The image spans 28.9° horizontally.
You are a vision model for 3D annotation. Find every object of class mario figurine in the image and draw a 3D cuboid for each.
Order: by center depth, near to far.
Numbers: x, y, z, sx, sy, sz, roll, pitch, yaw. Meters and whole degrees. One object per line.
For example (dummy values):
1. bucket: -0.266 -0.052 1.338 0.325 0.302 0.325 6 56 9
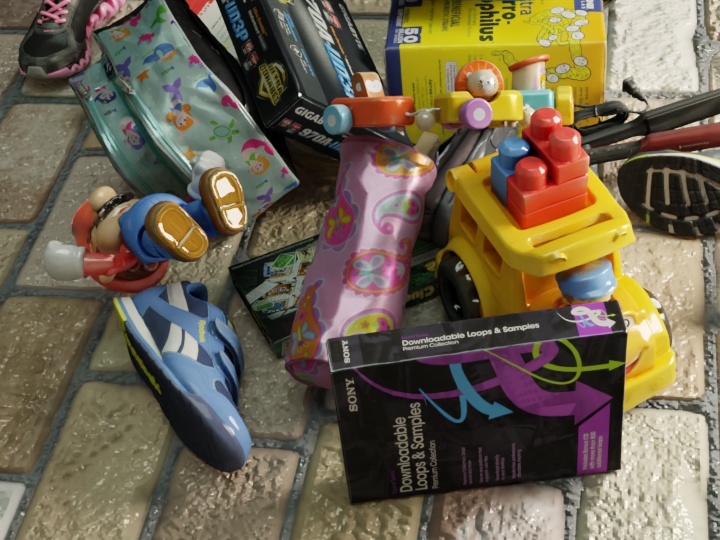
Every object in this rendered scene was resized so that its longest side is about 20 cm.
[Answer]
1. mario figurine: -0.177 -0.043 1.096 0.123 0.107 0.200 6 -11 -33

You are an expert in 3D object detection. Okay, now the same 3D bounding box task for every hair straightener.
1. hair straightener: 0.236 -0.130 1.239 0.199 0.041 0.077 -13 61 21

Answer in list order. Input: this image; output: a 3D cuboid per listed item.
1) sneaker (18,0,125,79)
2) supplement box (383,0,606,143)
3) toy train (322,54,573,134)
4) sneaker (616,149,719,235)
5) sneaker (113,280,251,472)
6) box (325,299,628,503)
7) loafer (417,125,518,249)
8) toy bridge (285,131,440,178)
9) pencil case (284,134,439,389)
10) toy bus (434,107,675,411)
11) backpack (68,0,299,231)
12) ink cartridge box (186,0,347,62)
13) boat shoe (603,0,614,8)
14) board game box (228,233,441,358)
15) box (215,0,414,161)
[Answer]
1. sneaker: -0.315 -0.282 1.477 0.079 0.096 0.200 5 44 11
2. supplement box: 0.127 -0.195 1.305 0.199 0.110 0.109 -1 42 7
3. toy train: 0.075 -0.137 1.084 0.199 0.056 0.150 -8 9 -40
4. sneaker: 0.319 -0.074 1.186 0.199 0.074 0.081 5 24 13
5. sneaker: -0.123 0.071 1.071 0.082 0.074 0.200 -21 44 -19
6. box: 0.082 0.094 0.963 0.199 0.143 0.036 -7 42 1
7. loafer: 0.083 -0.094 1.203 0.063 0.072 0.200 14 41 18
8. toy bridge: -0.023 -0.119 1.297 0.199 0.027 0.067 18 57 22
9. pencil case: 0.003 -0.004 1.079 0.087 0.087 0.201 8 69 16
10. toy bus: 0.147 -0.014 1.036 0.135 0.192 0.200 -18 48 -15
11. backpack: -0.149 -0.127 1.222 0.150 0.178 0.200 -42 53 -4
12. ink cartridge box: -0.121 -0.222 1.401 0.199 0.067 0.116 10 44 17
13. boat shoe: 0.169 -0.271 1.414 0.200 0.072 0.066 -19 36 -20
14. board game box: 0.000 0.000 1.170 0.199 0.024 0.105 -20 42 -14
15. box: -0.046 -0.187 1.231 0.046 0.159 0.201 -39 55 25
